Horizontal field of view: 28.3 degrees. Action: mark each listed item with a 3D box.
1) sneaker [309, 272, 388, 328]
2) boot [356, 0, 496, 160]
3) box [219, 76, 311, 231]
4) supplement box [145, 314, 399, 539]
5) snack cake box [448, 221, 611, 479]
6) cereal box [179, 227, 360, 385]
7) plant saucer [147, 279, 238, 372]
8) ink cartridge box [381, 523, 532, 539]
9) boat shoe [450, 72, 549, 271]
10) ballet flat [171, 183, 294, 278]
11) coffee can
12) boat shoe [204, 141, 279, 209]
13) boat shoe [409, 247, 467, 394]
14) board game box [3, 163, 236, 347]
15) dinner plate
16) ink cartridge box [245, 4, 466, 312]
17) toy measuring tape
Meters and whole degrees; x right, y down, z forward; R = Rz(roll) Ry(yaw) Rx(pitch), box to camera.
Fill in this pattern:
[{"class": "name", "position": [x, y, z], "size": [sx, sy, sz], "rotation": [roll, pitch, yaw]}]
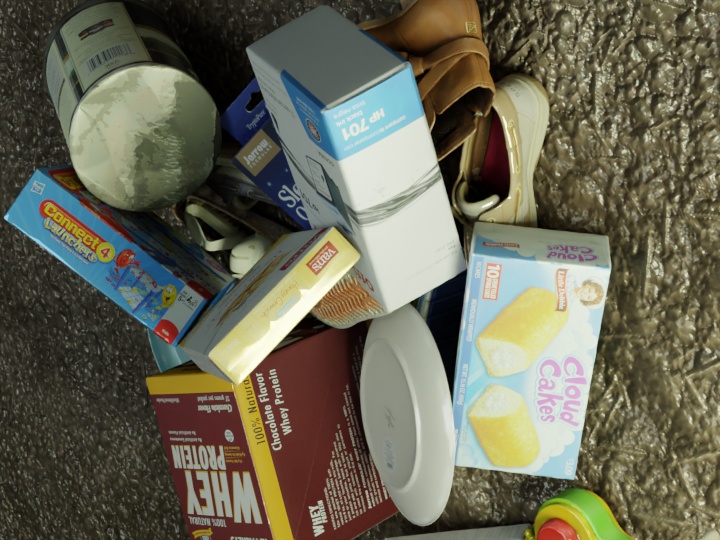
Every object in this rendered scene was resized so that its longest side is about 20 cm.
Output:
[{"class": "sneaker", "position": [0.000, 0.000, 1.309], "size": [0.072, 0.080, 0.199], "rotation": [51, 155, -17]}, {"class": "boot", "position": [0.048, -0.150, 1.195], "size": [0.200, 0.076, 0.157], "rotation": [-50, 46, 43]}, {"class": "box", "position": [-0.038, -0.093, 1.315], "size": [0.200, 0.033, 0.121], "rotation": [43, 137, -8]}, {"class": "supplement box", "position": [-0.070, 0.162, 1.383], "size": [0.132, 0.199, 0.200], "rotation": [-7, 101, 46]}, {"class": "snack cake box", "position": [0.138, 0.068, 1.193], "size": [0.113, 0.067, 0.203], "rotation": [7, 116, 3]}, {"class": "cereal box", "position": [-0.081, 0.027, 1.200], "size": [0.040, 0.144, 0.200], "rotation": [45, 169, -9]}, {"class": "plant saucer", "position": [-0.165, 0.074, 1.573], "size": [0.198, 0.027, 0.203], "rotation": [18, 117, 40]}, {"class": "ink cartridge box", "position": [0.087, 0.350, 1.357], "size": [0.197, 0.043, 0.201], "rotation": [-10, 96, 25]}, {"class": "boat shoe", "position": [0.108, -0.065, 1.208], "size": [0.073, 0.069, 0.203], "rotation": [23, 120, 38]}, {"class": "ballet flat", "position": [-0.122, -0.027, 1.459], "size": [0.199, 0.067, 0.069], "rotation": [33, 130, 32]}, {"class": "coffee can", "position": [-0.227, -0.166, 1.398], "size": [0.200, 0.144, 0.148], "rotation": [-123, 35, -56]}, {"class": "boat shoe", "position": [-0.119, -0.093, 1.430], "size": [0.198, 0.072, 0.066], "rotation": [7, 105, 38]}, {"class": "boat shoe", "position": [0.055, 0.063, 1.312], "size": [0.072, 0.072, 0.203], "rotation": [31, 122, 44]}, {"class": "board game box", "position": [-0.223, -0.021, 1.371], "size": [0.195, 0.200, 0.056], "rotation": [38, 96, -2]}, {"class": "dinner plate", "position": [0.033, 0.127, 1.272], "size": [0.200, 0.024, 0.204], "rotation": [173, 90, -70]}, {"class": "ink cartridge box", "position": [-0.001, -0.091, 1.153], "size": [0.146, 0.085, 0.202], "rotation": [44, 157, 50]}, {"class": "toy measuring tape", "position": [0.211, 0.217, 1.216], "size": [0.199, 0.073, 0.075], "rotation": [-21, 91, 47]}]
